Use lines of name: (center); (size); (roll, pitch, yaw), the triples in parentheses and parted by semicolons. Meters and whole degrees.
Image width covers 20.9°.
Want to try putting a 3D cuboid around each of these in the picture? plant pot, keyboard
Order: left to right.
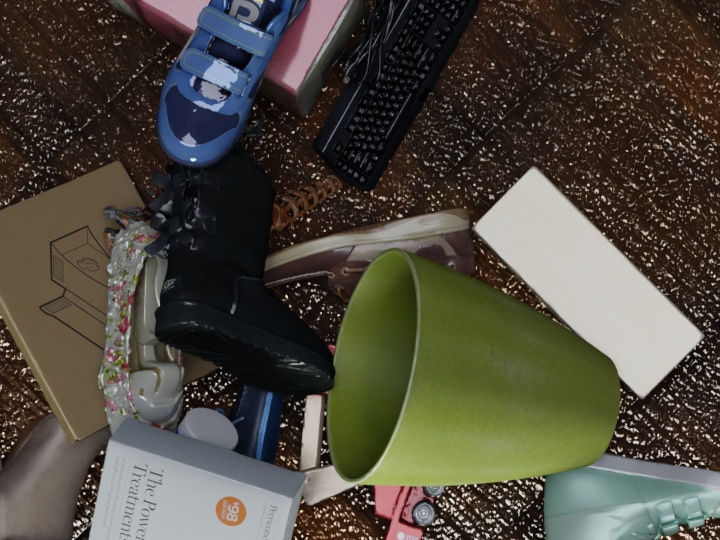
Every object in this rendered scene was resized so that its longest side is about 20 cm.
keyboard: (0.030, -0.169, 1.642); (0.104, 0.040, 0.201); (31, 86, -37)
plant pot: (0.098, 0.093, 1.554); (0.199, 0.187, 0.188); (12, 86, -19)

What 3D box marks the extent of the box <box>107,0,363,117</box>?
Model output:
box: (-0.108, -0.230, 1.632); (0.199, 0.128, 0.109); (30, 87, 4)

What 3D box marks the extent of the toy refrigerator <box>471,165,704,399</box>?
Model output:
toy refrigerator: (0.190, 0.011, 1.635); (0.200, 0.070, 0.076); (45, 92, 6)

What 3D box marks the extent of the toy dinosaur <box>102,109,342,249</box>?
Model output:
toy dinosaur: (-0.120, -0.064, 1.651); (0.199, 0.102, 0.137); (-13, 102, -37)

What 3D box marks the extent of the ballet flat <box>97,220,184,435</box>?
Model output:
ballet flat: (-0.171, 0.060, 1.572); (0.075, 0.064, 0.201); (-4, 92, -39)

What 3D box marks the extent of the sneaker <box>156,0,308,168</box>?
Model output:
sneaker: (-0.101, -0.175, 1.510); (0.074, 0.082, 0.201); (24, 75, 0)

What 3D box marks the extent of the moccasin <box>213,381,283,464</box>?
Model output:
moccasin: (-0.111, 0.160, 1.627); (0.068, 0.080, 0.201); (12, 86, 10)

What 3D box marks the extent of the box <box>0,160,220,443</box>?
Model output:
box: (-0.221, 0.023, 1.630); (0.163, 0.021, 0.201); (-27, 84, -33)

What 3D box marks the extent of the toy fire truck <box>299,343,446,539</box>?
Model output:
toy fire truck: (-0.001, 0.176, 1.637); (0.140, 0.049, 0.201); (20, 87, 4)

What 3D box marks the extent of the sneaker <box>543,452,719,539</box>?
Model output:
sneaker: (0.247, 0.220, 1.611); (0.199, 0.074, 0.119); (7, 79, 12)

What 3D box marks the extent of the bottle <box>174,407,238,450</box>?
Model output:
bottle: (-0.162, 0.197, 1.579); (0.065, 0.083, 0.200); (44, 122, 20)

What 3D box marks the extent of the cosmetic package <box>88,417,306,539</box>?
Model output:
cosmetic package: (-0.137, 0.231, 1.512); (0.150, 0.052, 0.201); (16, 111, 6)

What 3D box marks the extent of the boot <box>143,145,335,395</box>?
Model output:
boot: (-0.090, -0.001, 1.563); (0.073, 0.198, 0.163); (-20, 57, 37)

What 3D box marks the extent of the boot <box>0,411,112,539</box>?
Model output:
boot: (-0.261, 0.192, 1.617); (0.199, 0.070, 0.147); (-6, 79, -14)

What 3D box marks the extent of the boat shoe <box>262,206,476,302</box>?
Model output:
boat shoe: (0.000, 0.000, 1.641); (0.199, 0.072, 0.072); (-13, 92, 1)
